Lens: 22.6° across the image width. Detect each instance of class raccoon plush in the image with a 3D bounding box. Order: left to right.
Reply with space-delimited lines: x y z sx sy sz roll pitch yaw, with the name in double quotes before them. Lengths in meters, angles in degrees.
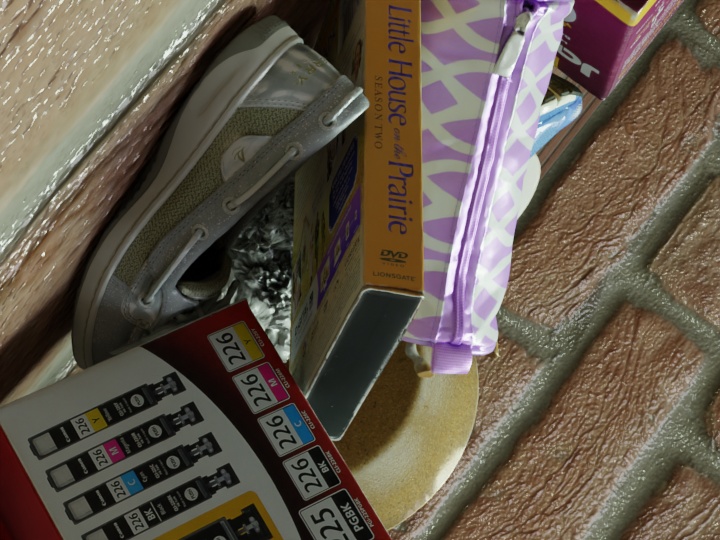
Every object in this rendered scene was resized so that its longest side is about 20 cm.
"raccoon plush" -0.036 -0.012 1.014 0.134 0.097 0.200 -48 178 32

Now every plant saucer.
"plant saucer" -0.030 0.070 1.089 0.200 0.200 0.035 -51 152 -15

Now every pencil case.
"pencil case" 0.051 -0.057 0.889 0.084 0.085 0.200 0 110 -29

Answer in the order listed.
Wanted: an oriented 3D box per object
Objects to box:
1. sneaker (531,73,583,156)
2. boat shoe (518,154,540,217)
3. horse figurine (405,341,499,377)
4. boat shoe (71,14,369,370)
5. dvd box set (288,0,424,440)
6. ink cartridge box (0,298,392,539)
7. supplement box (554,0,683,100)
"sneaker" 0.063 -0.061 1.188 0.200 0.079 0.089 -34 127 -6
"boat shoe" 0.036 -0.037 1.322 0.200 0.075 0.093 -39 -151 2
"horse figurine" 0.000 0.000 1.068 0.050 0.199 0.133 94 -8 -61
"boat shoe" -0.068 -0.019 0.811 0.202 0.065 0.074 -56 173 28
"dvd box set" -0.004 -0.041 0.841 0.146 0.029 0.200 117 -23 -56
"ink cartridge box" -0.082 0.142 0.788 0.175 0.200 0.084 -25 162 -27
"supplement box" 0.117 -0.186 0.961 0.103 0.131 0.200 -52 173 -3
